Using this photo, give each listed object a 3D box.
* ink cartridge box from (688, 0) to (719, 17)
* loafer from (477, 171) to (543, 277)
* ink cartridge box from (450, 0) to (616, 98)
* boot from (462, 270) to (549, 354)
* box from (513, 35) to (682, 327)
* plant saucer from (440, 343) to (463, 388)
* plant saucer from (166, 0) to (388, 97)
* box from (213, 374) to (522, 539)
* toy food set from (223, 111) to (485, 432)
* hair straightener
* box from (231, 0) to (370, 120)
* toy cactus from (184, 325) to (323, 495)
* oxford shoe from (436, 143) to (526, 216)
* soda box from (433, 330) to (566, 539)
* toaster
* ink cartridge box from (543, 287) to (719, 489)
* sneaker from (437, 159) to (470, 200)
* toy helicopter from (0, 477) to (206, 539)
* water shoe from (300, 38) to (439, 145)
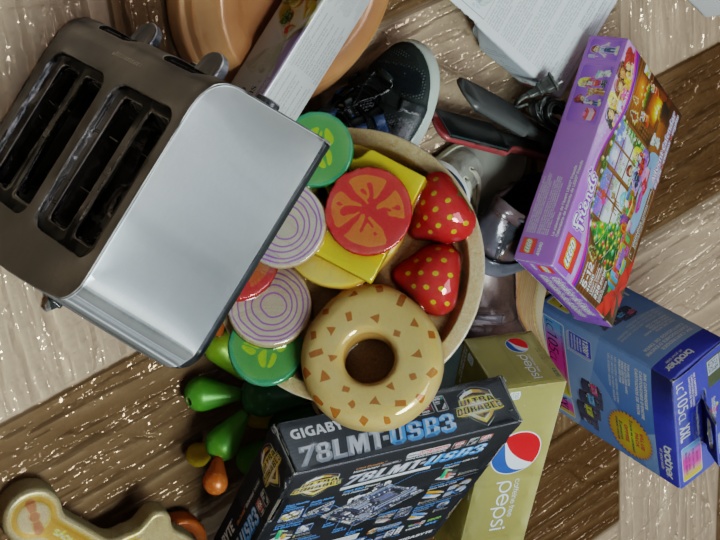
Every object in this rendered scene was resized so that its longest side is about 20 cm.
[{"bbox_3d":[0.275,-0.316,1.331,0.199,0.084,0.146,28,65,-48],"label":"ink cartridge box"},{"bbox_3d":[0.150,-0.049,1.367,0.200,0.072,0.063,-27,149,-54],"label":"loafer"},{"bbox_3d":[0.133,-0.251,1.299,0.199,0.050,0.163,32,88,-43],"label":"ink cartridge box"},{"bbox_3d":[0.085,0.062,1.412,0.165,0.072,0.202,-10,116,-32],"label":"boot"},{"bbox_3d":[0.199,-0.071,1.351,0.137,0.039,0.202,37,69,-53],"label":"box"},{"bbox_3d":[0.066,0.153,1.402,0.199,0.039,0.202,-12,129,-16],"label":"plant saucer"},{"bbox_3d":[-0.045,-0.206,1.151,0.199,0.037,0.202,-22,126,-34],"label":"plant saucer"},{"bbox_3d":[0.000,0.166,1.263,0.198,0.050,0.199,-11,149,-28],"label":"box"},{"bbox_3d":[-0.013,-0.003,1.139,0.201,0.197,0.049,-63,173,-4],"label":"toy food set"},{"bbox_3d":[0.145,-0.120,1.332,0.199,0.041,0.077,16,127,-42],"label":"hair straightener"},{"bbox_3d":[-0.048,-0.145,1.125,0.041,0.039,0.201,33,87,-46],"label":"box"},{"bbox_3d":[-0.051,0.097,1.236,0.163,0.103,0.201,1,128,-3],"label":"toy cactus"},{"bbox_3d":[0.069,-0.056,1.329,0.199,0.058,0.076,-23,122,-37],"label":"oxford shoe"},{"bbox_3d":[0.108,0.151,1.347,0.063,0.068,0.201,-7,128,-21],"label":"soda box"},{"bbox_3d":[-0.145,-0.048,1.038,0.118,0.180,0.201,33,88,-43],"label":"toaster"},{"bbox_3d":[0.261,0.103,1.494,0.076,0.199,0.137,-34,131,-26],"label":"ink cartridge box"},{"bbox_3d":[0.000,0.000,1.230,0.076,0.081,0.200,39,111,-12],"label":"sneaker"},{"bbox_3d":[-0.199,0.221,1.224,0.132,0.079,0.200,-49,127,0],"label":"toy helicopter"},{"bbox_3d":[-0.014,-0.094,1.210,0.201,0.071,0.079,-55,147,-5],"label":"water shoe"}]
